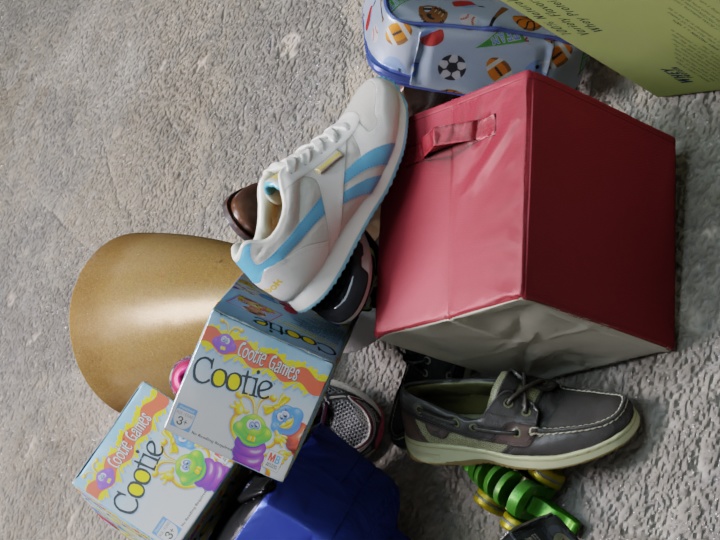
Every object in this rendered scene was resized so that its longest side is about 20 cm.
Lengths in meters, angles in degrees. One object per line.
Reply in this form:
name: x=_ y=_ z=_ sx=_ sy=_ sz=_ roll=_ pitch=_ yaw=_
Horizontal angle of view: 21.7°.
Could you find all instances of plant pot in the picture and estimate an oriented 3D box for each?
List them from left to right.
plant pot: x=-0.148 y=0.046 z=1.807 sx=0.199 sy=0.186 sz=0.188 roll=-8 pitch=64 yaw=47

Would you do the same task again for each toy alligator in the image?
toy alligator: x=0.106 y=0.159 z=1.516 sx=0.060 sy=0.054 sz=0.200 roll=-60 pitch=35 yaw=7

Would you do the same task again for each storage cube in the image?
storage cube: x=0.129 y=-0.027 z=1.477 sx=0.170 sy=0.199 sz=0.181 roll=-17 pitch=63 yaw=46

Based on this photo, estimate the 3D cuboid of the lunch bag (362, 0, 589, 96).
lunch bag: x=0.102 y=-0.210 z=1.615 sx=0.161 sy=0.199 sz=0.076 roll=-96 pitch=17 yaw=-57

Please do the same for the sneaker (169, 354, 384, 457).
sneaker: x=-0.077 y=0.126 z=1.680 sx=0.075 sy=0.199 sz=0.081 roll=47 pitch=-123 yaw=-83

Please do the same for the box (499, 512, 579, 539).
box: x=0.133 y=0.299 z=1.296 sx=0.200 sy=0.086 sz=0.164 roll=47 pitch=112 yaw=19

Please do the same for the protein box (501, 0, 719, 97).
protein box: x=0.251 y=-0.240 z=1.435 sx=0.199 sy=0.198 sz=0.136 roll=-2 pitch=69 yaw=52

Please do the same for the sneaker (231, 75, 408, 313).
sneaker: x=-0.028 y=-0.072 z=1.469 sx=0.076 sy=0.081 sz=0.201 roll=-12 pitch=48 yaw=63

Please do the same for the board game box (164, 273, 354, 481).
board game box: x=-0.076 y=0.078 z=1.514 sx=0.200 sy=0.104 sz=0.104 roll=-60 pitch=-6 yaw=-79

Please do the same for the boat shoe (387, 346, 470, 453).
boat shoe: x=0.065 y=0.060 z=1.615 sx=0.200 sy=0.066 sz=0.074 roll=-59 pitch=34 yaw=8

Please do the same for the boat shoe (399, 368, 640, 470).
boat shoe: x=0.117 y=0.111 z=1.470 sx=0.200 sy=0.066 sz=0.072 roll=-6 pitch=29 yaw=31

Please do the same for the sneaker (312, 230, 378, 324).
sneaker: x=0.000 y=0.000 z=1.543 sx=0.072 sy=0.083 sz=0.200 roll=-54 pitch=17 yaw=12

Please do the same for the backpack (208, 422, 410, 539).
backpack: x=-0.044 y=0.240 z=1.575 sx=0.163 sy=0.168 sz=0.200 roll=-49 pitch=5 yaw=20

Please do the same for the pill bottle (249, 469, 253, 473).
pill bottle: x=-0.147 y=0.228 z=1.756 sx=0.112 sy=0.112 sz=0.201 roll=-7 pitch=66 yaw=51

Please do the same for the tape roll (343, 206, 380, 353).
tape roll: x=0.015 y=-0.022 z=1.689 sx=0.203 sy=0.037 sz=0.203 roll=-44 pitch=26 yaw=29

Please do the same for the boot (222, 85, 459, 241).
boot: x=-0.008 y=-0.106 z=1.619 sx=0.200 sy=0.186 sz=0.064 roll=-41 pitch=79 yaw=31

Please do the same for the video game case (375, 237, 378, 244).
video game case: x=-0.008 y=0.000 z=1.788 sx=0.200 sy=0.018 sz=0.144 roll=-36 pitch=45 yaw=35

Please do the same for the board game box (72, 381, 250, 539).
board game box: x=-0.163 y=0.184 z=1.606 sx=0.105 sy=0.103 sz=0.200 roll=-56 pitch=-8 yaw=-13
